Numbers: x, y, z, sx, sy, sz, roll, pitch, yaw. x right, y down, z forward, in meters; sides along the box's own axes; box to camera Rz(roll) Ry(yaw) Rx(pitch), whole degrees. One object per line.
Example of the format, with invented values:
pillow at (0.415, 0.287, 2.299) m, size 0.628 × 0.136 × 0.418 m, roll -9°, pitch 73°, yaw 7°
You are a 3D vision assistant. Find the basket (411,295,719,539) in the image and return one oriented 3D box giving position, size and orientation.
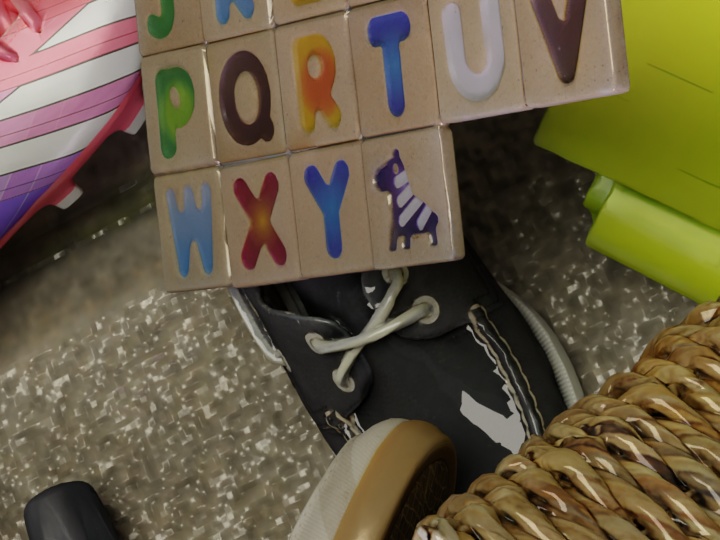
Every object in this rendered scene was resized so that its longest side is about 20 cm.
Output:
basket at (0.116, 0.124, 0.724) m, size 0.200 × 0.143 × 0.149 m, roll 37°, pitch 50°, yaw 23°

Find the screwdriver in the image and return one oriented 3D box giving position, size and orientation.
screwdriver at (-0.047, 0.149, 0.831) m, size 0.029 × 0.028 × 0.200 m, roll -24°, pitch 72°, yaw -14°

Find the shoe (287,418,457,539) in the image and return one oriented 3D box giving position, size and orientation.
shoe at (-0.037, 0.123, 0.779) m, size 0.053 × 0.070 × 0.200 m, roll 29°, pitch 98°, yaw 15°

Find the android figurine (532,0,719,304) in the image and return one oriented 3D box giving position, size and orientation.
android figurine at (0.118, -0.051, 0.733) m, size 0.200 × 0.182 × 0.041 m, roll 27°, pitch 50°, yaw 4°

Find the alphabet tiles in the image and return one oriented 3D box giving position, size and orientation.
alphabet tiles at (-0.004, -0.083, 0.752) m, size 0.200 × 0.008 × 0.167 m, roll -7°, pitch 89°, yaw 54°

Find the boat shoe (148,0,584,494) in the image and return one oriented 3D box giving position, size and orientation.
boat shoe at (0.000, 0.000, 0.822) m, size 0.074 × 0.060 × 0.200 m, roll -31°, pitch 67°, yaw 15°

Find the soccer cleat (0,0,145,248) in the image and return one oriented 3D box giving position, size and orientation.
soccer cleat at (-0.125, -0.039, 0.871) m, size 0.200 × 0.076 × 0.067 m, roll -53°, pitch 35°, yaw 7°
